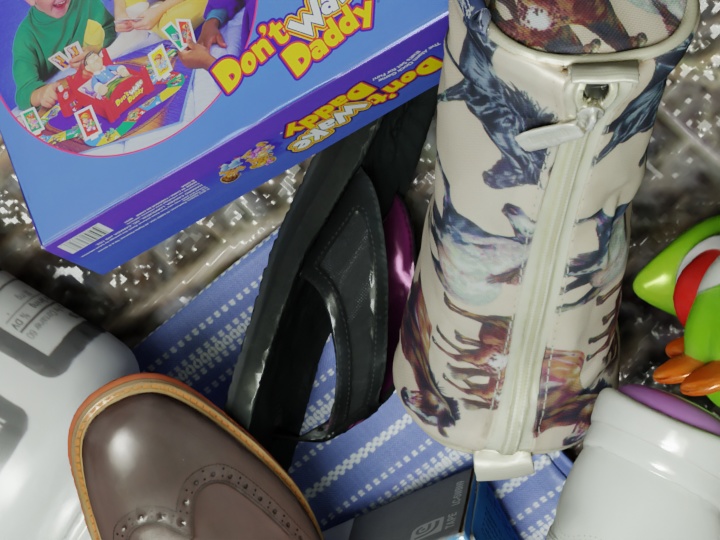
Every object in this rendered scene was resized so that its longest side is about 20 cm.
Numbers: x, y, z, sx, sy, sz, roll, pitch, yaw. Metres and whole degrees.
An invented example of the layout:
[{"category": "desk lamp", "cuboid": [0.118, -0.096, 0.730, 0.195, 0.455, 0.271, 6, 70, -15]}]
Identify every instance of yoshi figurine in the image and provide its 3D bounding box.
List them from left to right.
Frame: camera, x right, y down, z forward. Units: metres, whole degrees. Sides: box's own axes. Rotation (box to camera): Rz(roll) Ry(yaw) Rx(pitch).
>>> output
[{"category": "yoshi figurine", "cuboid": [0.164, 0.006, 0.979, 0.112, 0.200, 0.112, 37, 108, -3]}]

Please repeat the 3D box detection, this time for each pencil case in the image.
[{"category": "pencil case", "cuboid": [0.057, -0.023, 0.967, 0.078, 0.089, 0.200, 10, 135, 3]}]

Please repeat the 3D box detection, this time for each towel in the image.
[{"category": "towel", "cuboid": [0.003, 0.084, 1.124, 0.145, 0.024, 0.200, -40, 96, 19]}]

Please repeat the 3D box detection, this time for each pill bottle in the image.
[{"category": "pill bottle", "cuboid": [-0.151, 0.052, 1.078, 0.200, 0.113, 0.113, 31, 109, 4]}]

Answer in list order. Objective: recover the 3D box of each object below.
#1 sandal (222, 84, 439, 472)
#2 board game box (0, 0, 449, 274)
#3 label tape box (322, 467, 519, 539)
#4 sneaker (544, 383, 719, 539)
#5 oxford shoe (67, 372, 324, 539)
[{"category": "sandal", "cuboid": [0.000, -0.001, 1.043, 0.048, 0.075, 0.200, 22, 92, 17]}, {"category": "board game box", "cuboid": [-0.039, -0.106, 1.023, 0.200, 0.045, 0.134, -29, 68, 16]}, {"category": "label tape box", "cuboid": [-0.014, 0.179, 1.104, 0.200, 0.063, 0.144, -25, 107, 15]}, {"category": "sneaker", "cuboid": [0.096, 0.108, 1.016, 0.075, 0.200, 0.100, 22, 77, 24]}, {"category": "oxford shoe", "cuboid": [-0.031, 0.122, 1.002, 0.071, 0.073, 0.200, -33, 109, -3]}]
